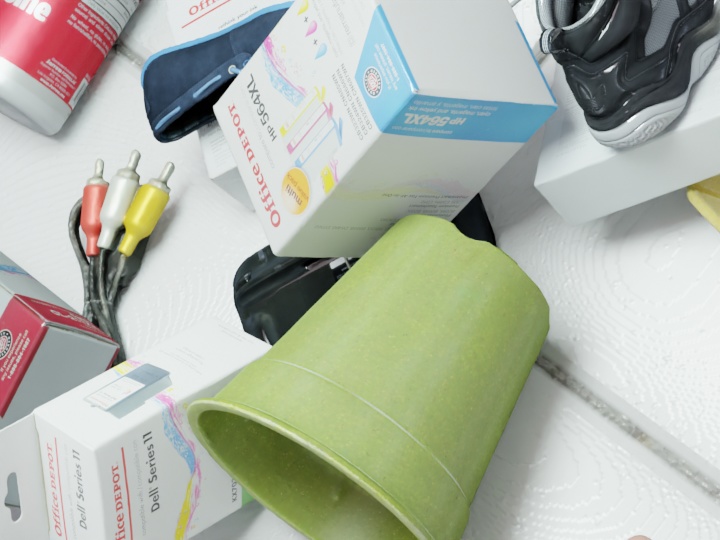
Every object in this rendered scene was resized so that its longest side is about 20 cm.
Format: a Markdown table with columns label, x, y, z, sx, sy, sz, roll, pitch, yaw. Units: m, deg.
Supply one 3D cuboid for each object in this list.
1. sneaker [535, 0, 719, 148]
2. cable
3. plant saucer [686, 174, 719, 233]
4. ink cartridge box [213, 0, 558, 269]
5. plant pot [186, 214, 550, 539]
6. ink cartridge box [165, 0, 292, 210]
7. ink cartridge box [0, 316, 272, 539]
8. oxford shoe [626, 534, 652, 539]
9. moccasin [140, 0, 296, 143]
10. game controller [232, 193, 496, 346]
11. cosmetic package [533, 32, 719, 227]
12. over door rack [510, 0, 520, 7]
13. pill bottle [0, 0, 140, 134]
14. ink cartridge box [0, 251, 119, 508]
| label | x | y | z | sx | sy | sz | roll | pitch | yaw |
| --- | --- | --- | --- | --- | --- | --- | --- | --- | --- |
| sneaker | 0.177 | -0.182 | 1.309 | 0.075 | 0.114 | 0.200 | 0 | 53 | 49 |
| cable | -0.201 | 0.006 | 1.594 | 0.097 | 0.050 | 0.201 | 3 | 67 | 31 |
| plant saucer | 0.331 | -0.049 | 1.284 | 0.200 | 0.048 | 0.200 | -42 | 51 | 6 |
| ink cartridge box | 0.007 | -0.100 | 1.382 | 0.200 | 0.125 | 0.129 | -48 | 55 | 39 |
| plant pot | 0.023 | 0.072 | 1.344 | 0.200 | 0.200 | 0.190 | 20 | 66 | 38 |
| ink cartridge box | -0.072 | -0.162 | 1.581 | 0.116 | 0.067 | 0.201 | -27 | 59 | 18 |
| ink cartridge box | -0.147 | 0.126 | 1.389 | 0.067 | 0.118 | 0.200 | 26 | 41 | 38 |
| oxford shoe | 0.142 | 0.253 | 1.230 | 0.074 | 0.071 | 0.200 | 24 | 80 | 36 |
| moccasin | -0.068 | -0.136 | 1.492 | 0.200 | 0.080 | 0.068 | -18 | 66 | 38 |
| game controller | 0.000 | 0.000 | 1.484 | 0.200 | 0.042 | 0.105 | -29 | 68 | 18 |
| cosmetic package | 0.214 | -0.125 | 1.356 | 0.200 | 0.052 | 0.151 | -20 | 42 | 34 |
| over door rack | 0.140 | -0.200 | 1.422 | 0.148 | 0.067 | 0.200 | -3 | 43 | 52 |
| pill bottle | -0.243 | -0.220 | 1.703 | 0.112 | 0.112 | 0.200 | 24 | 79 | 39 |
| ink cartridge box | -0.294 | 0.065 | 1.585 | 0.200 | 0.083 | 0.146 | 34 | 99 | 40 |
